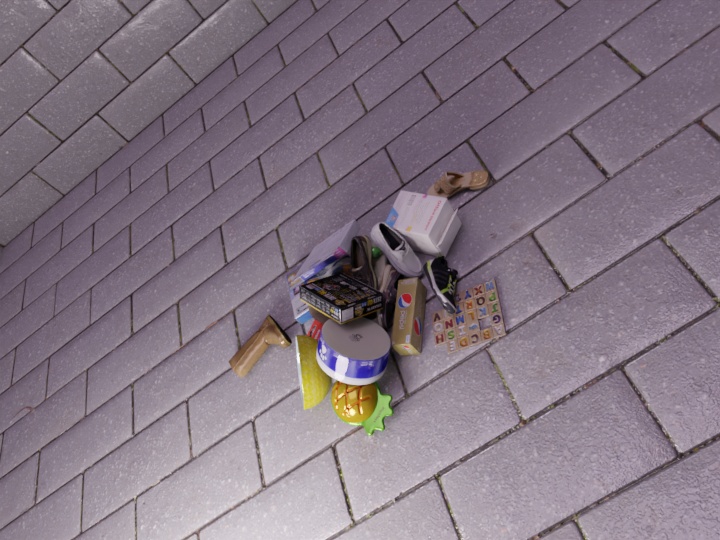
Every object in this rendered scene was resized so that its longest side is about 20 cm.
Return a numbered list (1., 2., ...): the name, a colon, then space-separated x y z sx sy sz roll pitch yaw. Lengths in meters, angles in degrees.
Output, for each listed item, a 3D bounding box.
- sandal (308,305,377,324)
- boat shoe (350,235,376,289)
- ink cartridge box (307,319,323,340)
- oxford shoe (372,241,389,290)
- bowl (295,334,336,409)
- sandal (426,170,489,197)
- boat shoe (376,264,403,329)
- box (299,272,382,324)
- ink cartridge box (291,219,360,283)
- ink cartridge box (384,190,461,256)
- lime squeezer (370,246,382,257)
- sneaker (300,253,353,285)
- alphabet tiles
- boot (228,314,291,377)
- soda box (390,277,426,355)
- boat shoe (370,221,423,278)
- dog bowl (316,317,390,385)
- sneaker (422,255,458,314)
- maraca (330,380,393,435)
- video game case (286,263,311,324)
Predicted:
1. sandal: -0.045 0.120 1.804 0.204 0.070 0.081 1 87 12
2. boat shoe: 0.000 0.000 1.809 0.072 0.064 0.208 -14 81 41
3. ink cartridge box: -0.096 0.193 1.844 0.196 0.050 0.111 12 68 40
4. oxford shoe: 0.058 -0.015 1.870 0.073 0.058 0.206 0 67 31
5. bowl: -0.121 0.279 1.739 0.104 0.204 0.204 -6 49 -8
6. sandal: 0.280 -0.274 1.861 0.206 0.070 0.080 -10 55 31
7. boat shoe: 0.089 0.074 1.775 0.063 0.073 0.205 -2 56 21
8. box: -0.055 0.073 1.728 0.157 0.051 0.197 -19 29 -36
9. ink cartridge box: -0.102 -0.047 1.870 0.194 0.043 0.202 -31 20 35
10. ink cartridge box: 0.191 -0.133 1.802 0.196 0.125 0.131 17 71 41
11. lime squeezer: 0.029 -0.075 1.859 0.195 0.038 0.073 10 73 37
12. sneaker: -0.100 0.020 1.903 0.195 0.076 0.089 -24 32 19
13. alphabet tiles: 0.280 0.126 1.643 0.195 0.008 0.171 -22 50 23
14. boot: -0.317 0.259 1.958 0.201 0.066 0.175 -49 33 -3
15. soda box: 0.135 0.126 1.708 0.062 0.068 0.206 -9 56 31
16. boat shoe: 0.109 -0.057 1.772 0.074 0.199 0.065 -50 3 -22
17. dog bowl: -0.018 0.209 1.656 0.201 0.195 0.081 48 134 44
18. sneaker: 0.232 0.027 1.696 0.081 0.072 0.203 -31 43 11
19. maraca: 0.002 0.345 1.632 0.197 0.107 0.140 28 85 35
20. video game case: -0.138 0.043 1.981 0.197 0.045 0.185 -32 48 15
